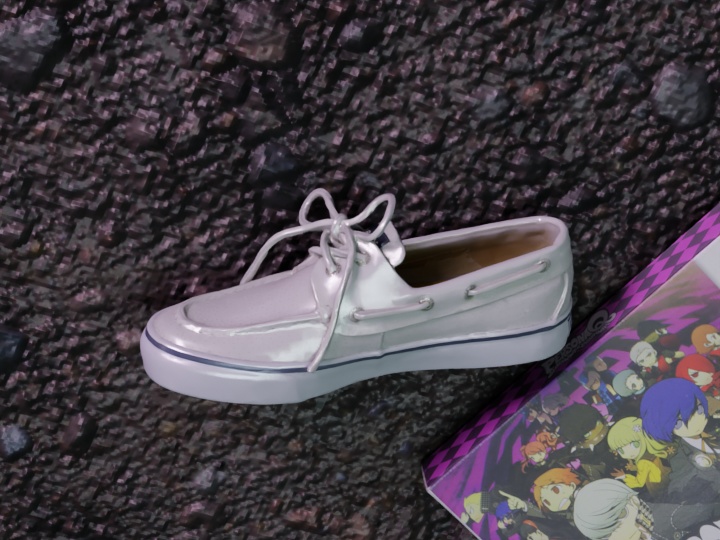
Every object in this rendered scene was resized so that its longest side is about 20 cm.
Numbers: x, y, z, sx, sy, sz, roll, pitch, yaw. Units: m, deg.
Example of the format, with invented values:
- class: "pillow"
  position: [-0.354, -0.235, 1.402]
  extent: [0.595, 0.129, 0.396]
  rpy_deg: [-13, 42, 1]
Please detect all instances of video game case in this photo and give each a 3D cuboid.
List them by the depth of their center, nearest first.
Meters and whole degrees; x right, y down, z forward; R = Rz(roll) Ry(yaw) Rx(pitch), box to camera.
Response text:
- class: "video game case"
  position: [0.162, 0.095, 1.008]
  extent: [0.200, 0.036, 0.181]
  rpy_deg: [-41, 107, 12]

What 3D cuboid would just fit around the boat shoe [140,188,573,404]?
- class: "boat shoe"
  position: [0.002, 0.002, 0.913]
  extent: [0.201, 0.075, 0.086]
  rpy_deg: [-5, 121, -13]
